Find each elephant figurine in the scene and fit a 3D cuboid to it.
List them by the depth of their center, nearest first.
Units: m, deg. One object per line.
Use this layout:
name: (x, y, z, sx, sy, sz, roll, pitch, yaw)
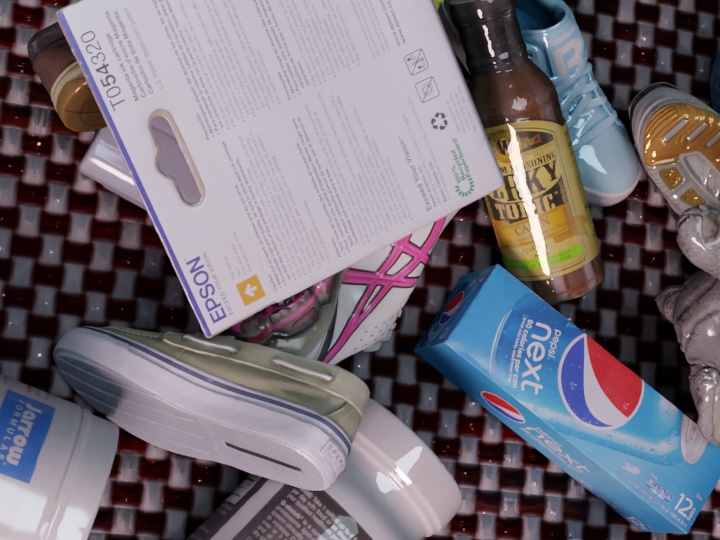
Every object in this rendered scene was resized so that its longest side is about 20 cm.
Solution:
elephant figurine: (0.246, 0.036, 0.912, 0.198, 0.141, 0.157, 8, 101, -17)

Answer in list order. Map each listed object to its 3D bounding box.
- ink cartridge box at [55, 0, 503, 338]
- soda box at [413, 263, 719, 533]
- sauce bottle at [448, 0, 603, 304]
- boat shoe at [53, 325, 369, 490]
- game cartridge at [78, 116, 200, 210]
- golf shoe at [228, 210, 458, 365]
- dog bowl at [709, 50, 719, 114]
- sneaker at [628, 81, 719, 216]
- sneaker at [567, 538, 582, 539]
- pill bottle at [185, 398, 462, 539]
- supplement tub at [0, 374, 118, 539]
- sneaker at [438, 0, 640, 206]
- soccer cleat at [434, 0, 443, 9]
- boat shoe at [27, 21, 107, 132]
ink cartridge box: (-0.042, -0.095, 0.818, 0.199, 0.043, 0.198, -27, 106, -13)
soda box: (0.135, 0.084, 0.935, 0.199, 0.068, 0.064, 38, 74, -8)
sauce bottle: (0.100, -0.078, 0.919, 0.064, 0.065, 0.202, -25, 109, -18)
boat shoe: (-0.085, 0.068, 0.839, 0.199, 0.072, 0.062, 18, 54, 25)
game cartridge: (-0.073, -0.118, 0.919, 0.132, 0.042, 0.201, 27, 76, -7)
golf shoe: (0.000, 0.000, 0.916, 0.200, 0.072, 0.093, -41, 129, -23)
dog bowl: (0.326, -0.158, 1.034, 0.200, 0.050, 0.112, -43, 95, -16)
sneaker: (0.248, -0.048, 0.984, 0.075, 0.088, 0.200, -33, 117, 10)
sneaker: (0.077, 0.238, 0.895, 0.099, 0.078, 0.201, 38, 73, -5)
pill bottle: (-0.040, 0.174, 0.845, 0.200, 0.116, 0.117, -44, 96, -16)
supplement tub: (-0.244, 0.107, 0.788, 0.198, 0.132, 0.133, 22, 77, -12)
sneaker: (0.120, -0.128, 0.952, 0.074, 0.082, 0.200, -42, 95, -16)
soccer cleat: (0.017, -0.142, 0.885, 0.083, 0.065, 0.201, 36, 89, -1)
boat shoe: (-0.101, -0.150, 0.858, 0.199, 0.073, 0.065, -28, 73, -31)
